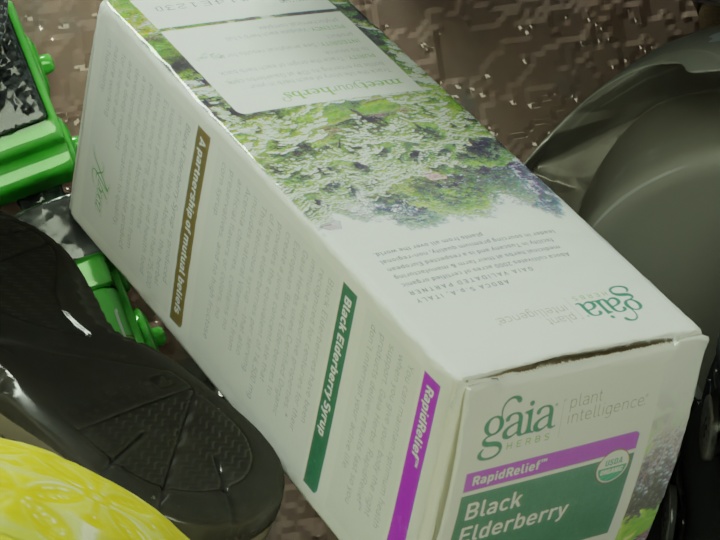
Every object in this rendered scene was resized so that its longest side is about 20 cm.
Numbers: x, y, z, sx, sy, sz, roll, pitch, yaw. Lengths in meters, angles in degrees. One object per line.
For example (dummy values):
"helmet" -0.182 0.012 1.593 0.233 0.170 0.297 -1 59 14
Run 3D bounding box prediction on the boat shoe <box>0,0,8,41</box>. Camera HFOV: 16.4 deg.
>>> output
"boat shoe" -0.204 -0.079 0.751 0.200 0.057 0.069 4 94 -2

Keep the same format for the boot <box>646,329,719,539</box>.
"boot" 0.104 0.107 0.672 0.066 0.200 0.165 9 42 -12

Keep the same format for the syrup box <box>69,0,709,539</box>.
"syrup box" 0.000 0.000 0.699 0.079 0.081 0.200 -11 40 -31

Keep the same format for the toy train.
"toy train" -0.089 0.007 0.790 0.042 0.056 0.200 -22 78 -6

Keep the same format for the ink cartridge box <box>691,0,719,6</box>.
"ink cartridge box" 0.072 -0.129 0.741 0.200 0.145 0.085 15 94 24

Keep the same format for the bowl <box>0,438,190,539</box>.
"bowl" -0.101 0.108 0.609 0.200 0.108 0.200 3 121 4

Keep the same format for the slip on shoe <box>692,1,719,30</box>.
"slip on shoe" 0.206 -0.090 0.809 0.200 0.076 0.061 10 72 4

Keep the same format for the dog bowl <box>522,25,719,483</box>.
"dog bowl" 0.130 0.015 0.736 0.200 0.200 0.059 25 38 4

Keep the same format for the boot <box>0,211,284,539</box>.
"boot" -0.105 0.076 0.740 0.073 0.151 0.200 -18 40 -42
